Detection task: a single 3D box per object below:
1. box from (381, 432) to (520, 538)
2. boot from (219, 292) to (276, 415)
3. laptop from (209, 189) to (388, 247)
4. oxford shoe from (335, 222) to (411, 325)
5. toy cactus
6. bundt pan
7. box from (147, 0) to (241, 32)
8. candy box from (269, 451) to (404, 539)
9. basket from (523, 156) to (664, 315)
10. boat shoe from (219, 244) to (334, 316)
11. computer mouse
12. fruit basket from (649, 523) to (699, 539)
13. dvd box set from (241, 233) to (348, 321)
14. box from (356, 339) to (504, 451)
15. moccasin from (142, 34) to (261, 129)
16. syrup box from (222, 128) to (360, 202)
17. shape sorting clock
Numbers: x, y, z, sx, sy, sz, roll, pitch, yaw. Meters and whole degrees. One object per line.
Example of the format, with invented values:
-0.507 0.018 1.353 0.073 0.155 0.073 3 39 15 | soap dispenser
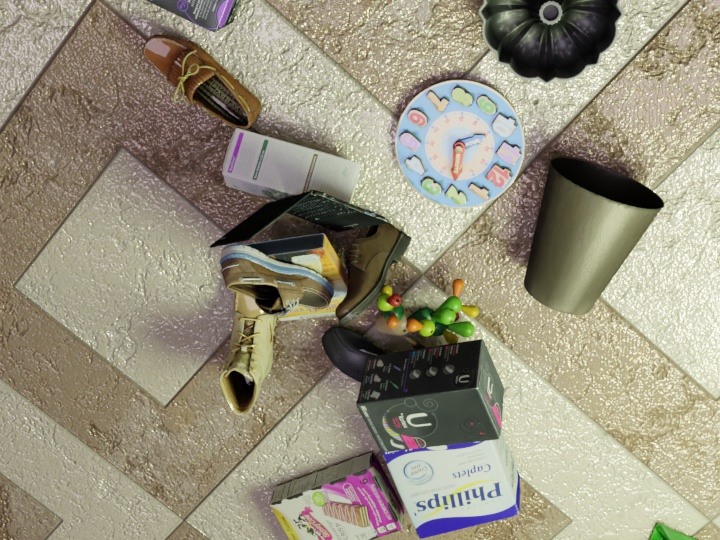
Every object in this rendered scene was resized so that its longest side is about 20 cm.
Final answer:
0.154 0.324 1.830 0.183 0.105 0.201 -17 114 14 | box
-0.184 0.116 1.768 0.072 0.156 0.201 5 113 5 | boot
-0.093 -0.056 1.628 0.199 0.177 0.104 20 79 -24 | laptop
0.000 0.000 1.688 0.084 0.200 0.073 38 142 -11 | oxford shoe
0.085 0.068 1.737 0.165 0.199 0.103 -13 75 49 | toy cactus
0.269 -0.373 1.555 0.201 0.076 0.203 3 113 6 | bundt pan
-0.265 -0.445 1.579 0.199 0.106 0.123 25 111 -3 | box
-0.041 0.418 1.924 0.199 0.061 0.137 -23 108 16 | candy box
0.335 -0.045 1.653 0.179 0.136 0.201 20 117 3 | basket
-0.127 0.030 1.643 0.199 0.073 0.072 21 145 -31 | boat shoe
0.035 0.149 1.793 0.200 0.046 0.140 35 131 -8 | computer mouse
0.491 0.542 1.869 0.214 0.156 0.217 -5 116 -9 | fruit basket
-0.094 0.014 1.719 0.146 0.030 0.200 -7 148 14 | dvd box set
0.111 0.198 1.710 0.199 0.106 0.123 -11 129 21 | box
-0.244 -0.283 1.657 0.201 0.078 0.074 42 111 -10 | moccasin
-0.106 -0.147 1.679 0.199 0.079 0.082 17 80 1 | syrup box
0.150 -0.190 1.665 0.199 0.039 0.201 2 112 6 | shape sorting clock
